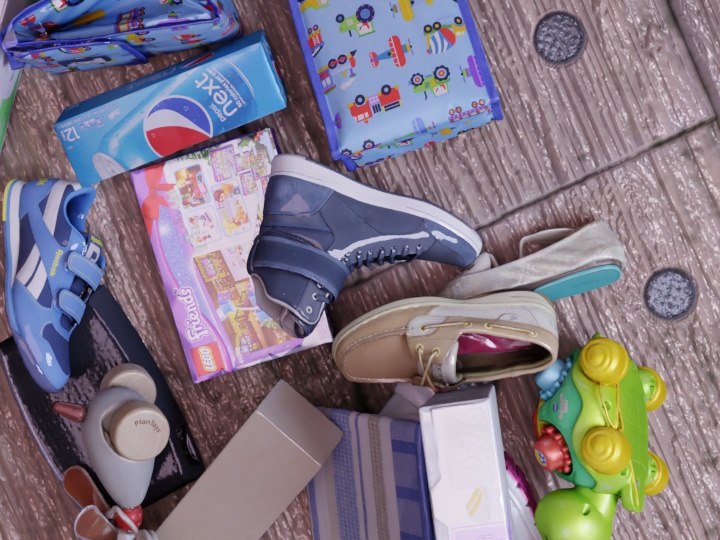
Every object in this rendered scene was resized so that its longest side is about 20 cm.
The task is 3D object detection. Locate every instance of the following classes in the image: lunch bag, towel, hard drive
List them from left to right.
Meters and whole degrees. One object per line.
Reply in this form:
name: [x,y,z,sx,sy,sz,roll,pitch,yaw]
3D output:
hard drive: [-0.243,0.131,1.297,0.134,0.042,0.202,-28,92,5]
lunch bag: [-0.215,-0.219,1.215,0.198,0.151,0.095,-19,93,5]
towel: [0.009,0.195,1.225,0.024,0.199,0.149,-8,93,-32]
lunch bag: [0.024,-0.210,1.234,0.149,0.094,0.202,-18,84,7]

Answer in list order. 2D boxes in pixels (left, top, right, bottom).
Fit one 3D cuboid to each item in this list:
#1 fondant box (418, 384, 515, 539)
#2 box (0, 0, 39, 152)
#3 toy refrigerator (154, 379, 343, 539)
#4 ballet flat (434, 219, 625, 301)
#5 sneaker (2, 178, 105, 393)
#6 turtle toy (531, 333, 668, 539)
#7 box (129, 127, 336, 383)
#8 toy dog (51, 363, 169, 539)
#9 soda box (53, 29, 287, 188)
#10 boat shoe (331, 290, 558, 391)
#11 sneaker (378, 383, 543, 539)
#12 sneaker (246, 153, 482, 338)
fondant box: [0.088,0.171,1.126,0.057,0.200,0.146,-8,87,7]
box: [-0.400,-0.180,1.256,0.174,0.097,0.203,16,95,2]
toy refrigerator: [-0.105,0.196,1.252,0.076,0.070,0.200,39,118,1]
ballet flat: [0.138,0.006,1.265,0.198,0.068,0.063,-17,64,1]
sneaker: [-0.268,0.007,1.248,0.081,0.074,0.203,-8,72,1]
turtle toy: [0.199,0.152,1.218,0.100,0.145,0.203,-7,69,28]
box: [-0.115,-0.014,1.280,0.135,0.039,0.202,-16,93,3]
toy dog: [-0.228,0.181,1.226,0.095,0.132,0.203,6,86,-20]
soda box: [-0.167,-0.144,1.253,0.198,0.068,0.065,-21,109,5]
boat shoe: [0.073,0.066,1.208,0.197,0.067,0.075,-12,128,4]
sneaker: [0.086,0.184,1.268,0.088,0.081,0.200,-44,83,7]
sneaker: [-0.001,0.000,1.226,0.200,0.077,0.148,18,71,-8]
